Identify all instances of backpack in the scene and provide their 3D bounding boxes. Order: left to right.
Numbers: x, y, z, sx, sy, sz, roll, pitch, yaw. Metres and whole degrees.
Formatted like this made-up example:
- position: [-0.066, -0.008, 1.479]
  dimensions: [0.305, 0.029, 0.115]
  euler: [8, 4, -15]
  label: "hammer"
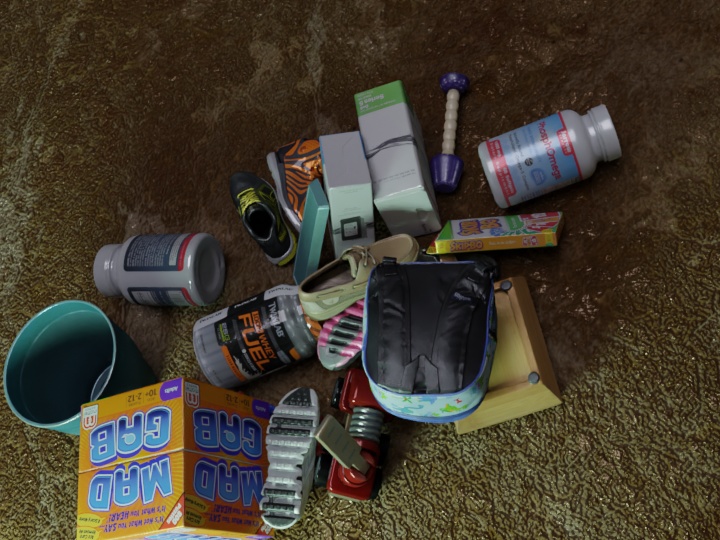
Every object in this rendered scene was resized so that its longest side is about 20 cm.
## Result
- position: [0.094, 0.102, 1.340]
  dimensions: [0.181, 0.148, 0.202]
  euler: [1, 56, 9]
  label: "backpack"

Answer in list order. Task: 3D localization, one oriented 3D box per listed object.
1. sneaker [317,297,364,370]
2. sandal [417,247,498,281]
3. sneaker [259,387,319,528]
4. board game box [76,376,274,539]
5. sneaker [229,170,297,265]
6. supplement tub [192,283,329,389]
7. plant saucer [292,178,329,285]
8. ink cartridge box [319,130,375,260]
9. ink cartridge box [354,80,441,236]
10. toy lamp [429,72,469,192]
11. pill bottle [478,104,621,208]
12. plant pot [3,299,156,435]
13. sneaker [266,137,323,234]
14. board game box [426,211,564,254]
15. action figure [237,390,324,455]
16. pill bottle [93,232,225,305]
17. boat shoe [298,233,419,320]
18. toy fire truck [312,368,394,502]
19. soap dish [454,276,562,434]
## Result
- position: [0.008, 0.078, 1.512]
  dimensions: [0.078, 0.096, 0.201]
  euler: [24, 64, 24]
  label: "sneaker"
- position: [0.114, -0.008, 1.536]
  dimensions: [0.198, 0.055, 0.082]
  euler: [15, 74, 26]
  label: "sandal"
- position: [-0.097, 0.271, 1.453]
  dimensions: [0.074, 0.081, 0.202]
  euler: [7, 79, 19]
  label: "sneaker"
- position: [-0.263, 0.288, 1.439]
  dimensions: [0.198, 0.199, 0.202]
  euler: [-17, 65, 28]
  label: "board game box"
- position: [-0.169, -0.103, 1.671]
  dimensions: [0.074, 0.085, 0.201]
  euler: [-36, 60, 2]
  label: "sneaker"
- position: [-0.150, 0.098, 1.553]
  dimensions: [0.198, 0.123, 0.123]
  euler: [-23, 61, 10]
  label: "supplement tub"
- position: [-0.080, -0.043, 1.554]
  dimensions: [0.019, 0.201, 0.070]
  euler: [-5, 44, -19]
  label: "plant saucer"
- position: [-0.018, -0.102, 1.554]
  dimensions: [0.066, 0.201, 0.117]
  euler: [-9, 51, -4]
  label: "ink cartridge box"
- position: [0.060, -0.170, 1.575]
  dimensions: [0.083, 0.146, 0.202]
  euler: [-15, 63, 10]
  label: "ink cartridge box"
- position: [0.143, -0.222, 1.620]
  dimensions: [0.058, 0.058, 0.202]
  euler: [-3, 65, 20]
  label: "toy lamp"
- position: [0.286, -0.176, 1.513]
  dimensions: [0.198, 0.109, 0.110]
  euler: [-21, 61, 12]
  label: "pill bottle"
- position: [-0.427, 0.174, 1.588]
  dimensions: [0.198, 0.188, 0.202]
  euler: [-8, 65, 17]
  label: "plant pot"
- position: [-0.081, -0.145, 1.660]
  dimensions: [0.111, 0.078, 0.201]
  euler: [-27, 60, 9]
  label: "sneaker"
- position: [0.202, -0.056, 1.508]
  dimensions: [0.198, 0.096, 0.030]
  euler: [-6, 109, 20]
  label: "board game box"
- position: [-0.109, 0.237, 1.520]
  dimensions: [0.198, 0.052, 0.066]
  euler: [13, 70, 23]
  label: "action figure"
- position: [-0.338, -0.001, 1.671]
  dimensions: [0.198, 0.120, 0.121]
  euler: [0, 67, 21]
  label: "pill bottle"
- position: [0.000, 0.000, 1.469]
  dimensions: [0.199, 0.065, 0.071]
  euler: [-33, 53, -12]
  label: "boat shoe"
- position: [-0.007, 0.216, 1.379]
  dimensions: [0.127, 0.200, 0.178]
  euler: [16, 71, -6]
  label: "toy fire truck"
- position: [0.186, 0.116, 1.438]
  dimensions: [0.156, 0.081, 0.202]
  euler: [-19, 63, 12]
  label: "soap dish"
